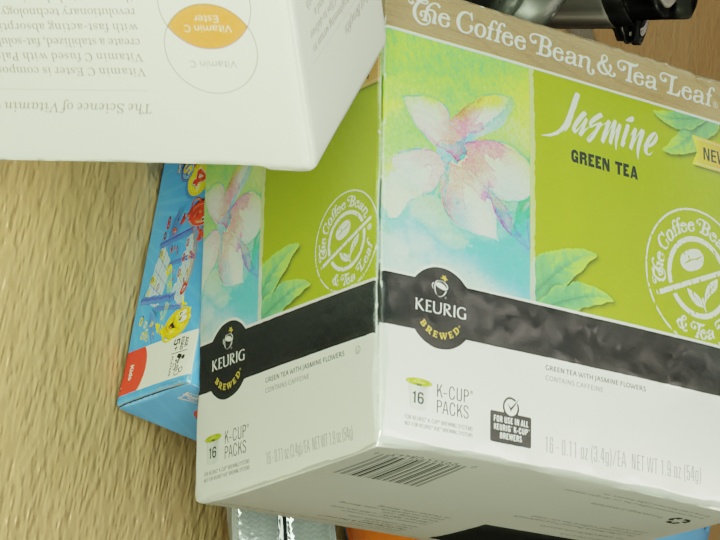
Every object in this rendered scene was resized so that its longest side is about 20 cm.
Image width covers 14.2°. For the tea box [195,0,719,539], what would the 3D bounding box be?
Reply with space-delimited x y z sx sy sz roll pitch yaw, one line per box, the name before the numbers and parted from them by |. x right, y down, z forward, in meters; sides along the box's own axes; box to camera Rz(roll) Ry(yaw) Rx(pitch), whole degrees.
tea box | 0.048 0.007 1.225 0.199 0.133 0.198 12 69 -35

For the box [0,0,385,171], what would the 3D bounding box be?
box | -0.085 -0.148 1.037 0.107 0.151 0.201 -62 150 -56

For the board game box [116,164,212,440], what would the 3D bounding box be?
board game box | 0.000 0.000 1.314 0.199 0.056 0.197 25 62 -32

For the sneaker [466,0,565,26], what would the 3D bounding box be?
sneaker | 0.036 -0.164 1.323 0.076 0.115 0.200 -53 -165 21

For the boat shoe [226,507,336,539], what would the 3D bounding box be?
boat shoe | -0.043 0.068 1.363 0.062 0.071 0.202 168 -76 -78

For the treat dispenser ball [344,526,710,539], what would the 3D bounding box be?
treat dispenser ball | 0.088 0.118 1.547 0.201 0.199 0.203 2 90 -73

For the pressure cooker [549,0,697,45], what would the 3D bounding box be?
pressure cooker | 0.111 -0.216 1.592 0.176 0.198 0.180 24 68 -71
